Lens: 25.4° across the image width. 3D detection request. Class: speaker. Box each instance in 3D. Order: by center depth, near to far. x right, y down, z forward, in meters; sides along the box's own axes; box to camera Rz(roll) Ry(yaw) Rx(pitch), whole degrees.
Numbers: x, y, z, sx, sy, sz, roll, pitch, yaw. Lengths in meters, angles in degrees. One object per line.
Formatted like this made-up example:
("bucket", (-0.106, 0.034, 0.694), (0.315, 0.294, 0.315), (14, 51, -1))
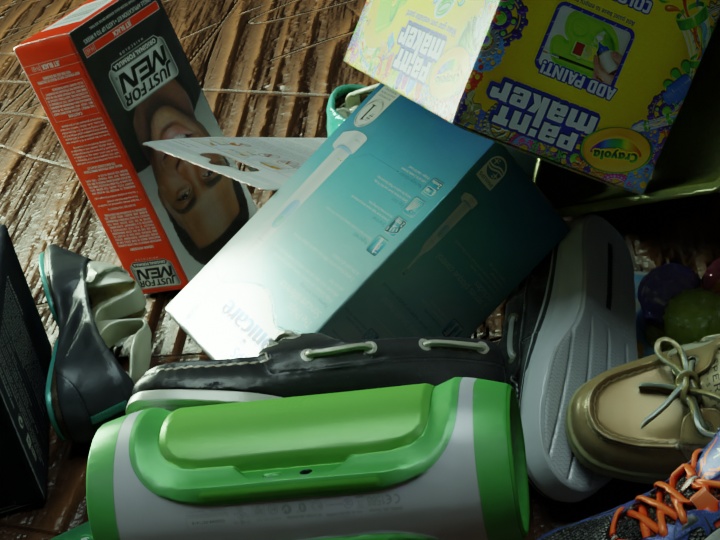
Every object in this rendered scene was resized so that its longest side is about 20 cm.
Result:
("speaker", (-0.023, 0.099, 0.759), (0.200, 0.089, 0.088), (-6, 28, 10))

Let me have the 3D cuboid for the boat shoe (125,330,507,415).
("boat shoe", (-0.020, 0.061, 0.832), (0.200, 0.074, 0.060), (1, 62, -2))

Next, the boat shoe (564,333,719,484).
("boat shoe", (0.202, 0.059, 0.798), (0.200, 0.063, 0.073), (-9, 62, -1))

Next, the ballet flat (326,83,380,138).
("ballet flat", (0.041, -0.108, 1.222), (0.067, 0.070, 0.200), (-33, 33, -32))

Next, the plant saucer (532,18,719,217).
("plant saucer", (0.181, -0.124, 0.902), (0.048, 0.200, 0.200), (17, -10, -23))

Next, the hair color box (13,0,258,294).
("hair color box", (-0.155, -0.094, 1.145), (0.061, 0.200, 0.102), (-7, 27, 37))

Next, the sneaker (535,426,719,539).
("sneaker", (0.169, 0.107, 0.746), (0.200, 0.078, 0.075), (-18, 27, -6))

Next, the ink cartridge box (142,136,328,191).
("ink cartridge box", (-0.027, -0.055, 1.104), (0.200, 0.050, 0.162), (-6, 18, -36))

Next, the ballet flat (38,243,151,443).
("ballet flat", (-0.172, 0.040, 1.054), (0.073, 0.073, 0.200), (-16, 33, -3))

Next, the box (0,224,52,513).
("box", (-0.280, 0.071, 1.008), (0.148, 0.104, 0.200), (-15, 27, -1))

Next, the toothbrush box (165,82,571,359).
("toothbrush box", (0.000, 0.000, 0.946), (0.200, 0.085, 0.146), (-46, 33, -6))

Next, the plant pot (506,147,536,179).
("plant pot", (0.168, -0.127, 1.076), (0.200, 0.200, 0.134), (-28, 40, -23))

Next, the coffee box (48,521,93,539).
("coffee box", (-0.107, 0.166, 0.808), (0.200, 0.044, 0.123), (-24, 30, -19))

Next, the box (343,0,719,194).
("box", (0.104, -0.169, 0.890), (0.122, 0.193, 0.200), (18, 10, -22))

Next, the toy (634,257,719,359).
("toy", (0.212, 0.022, 0.917), (0.200, 0.047, 0.115), (9, 35, 37))

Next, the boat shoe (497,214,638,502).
("boat shoe", (0.111, 0.055, 0.891), (0.071, 0.072, 0.200), (-35, 24, 37))
